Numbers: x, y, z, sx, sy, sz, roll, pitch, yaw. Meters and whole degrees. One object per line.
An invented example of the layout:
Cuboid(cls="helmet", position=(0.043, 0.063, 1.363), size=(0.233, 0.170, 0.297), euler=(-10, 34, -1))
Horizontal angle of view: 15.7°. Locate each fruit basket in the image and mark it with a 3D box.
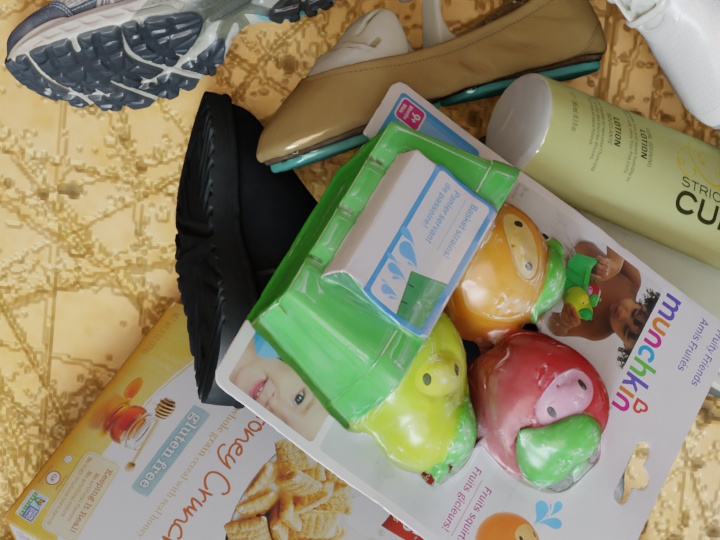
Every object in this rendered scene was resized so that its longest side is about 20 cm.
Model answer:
Cuboid(cls="fruit basket", position=(0.058, 0.035, 1.139), size=(0.199, 0.094, 0.186), euler=(34, 59, -3))

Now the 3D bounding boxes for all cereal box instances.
Cuboid(cls="cereal box", position=(-0.050, 0.117, 1.252), size=(0.199, 0.040, 0.144), euler=(26, 65, 23))

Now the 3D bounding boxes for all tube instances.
Cuboid(cls="tube", position=(0.152, -0.040, 1.254), size=(0.199, 0.052, 0.058), euler=(21, 98, -30))

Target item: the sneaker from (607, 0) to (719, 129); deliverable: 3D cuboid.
Cuboid(cls="sneaker", position=(0.128, -0.156, 1.255), size=(0.080, 0.070, 0.201), euler=(-22, 87, -35))

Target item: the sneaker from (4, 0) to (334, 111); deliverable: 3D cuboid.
Cuboid(cls="sneaker", position=(-0.086, -0.147, 1.279), size=(0.199, 0.078, 0.087), euler=(-22, 59, 17))

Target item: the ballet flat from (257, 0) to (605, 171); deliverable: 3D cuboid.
Cuboid(cls="ballet flat", position=(0.028, -0.101, 1.246), size=(0.199, 0.068, 0.064), euler=(-20, 94, -32))

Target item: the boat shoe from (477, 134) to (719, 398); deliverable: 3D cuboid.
Cuboid(cls="boat shoe", position=(0.130, -0.001, 1.295), size=(0.201, 0.060, 0.072), euler=(40, 56, -19))

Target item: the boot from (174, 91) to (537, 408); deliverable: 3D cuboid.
Cuboid(cls="boot", position=(0.000, 0.000, 1.256), size=(0.167, 0.201, 0.077), euler=(8, 129, -16))

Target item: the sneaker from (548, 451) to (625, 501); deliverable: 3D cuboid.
Cuboid(cls="sneaker", position=(0.046, 0.053, 1.310), size=(0.199, 0.074, 0.082), euler=(22, 62, 4))

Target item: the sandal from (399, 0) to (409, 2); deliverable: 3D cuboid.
Cuboid(cls="sandal", position=(0.017, -0.236, 1.261), size=(0.059, 0.079, 0.208), euler=(-14, 106, 0))
